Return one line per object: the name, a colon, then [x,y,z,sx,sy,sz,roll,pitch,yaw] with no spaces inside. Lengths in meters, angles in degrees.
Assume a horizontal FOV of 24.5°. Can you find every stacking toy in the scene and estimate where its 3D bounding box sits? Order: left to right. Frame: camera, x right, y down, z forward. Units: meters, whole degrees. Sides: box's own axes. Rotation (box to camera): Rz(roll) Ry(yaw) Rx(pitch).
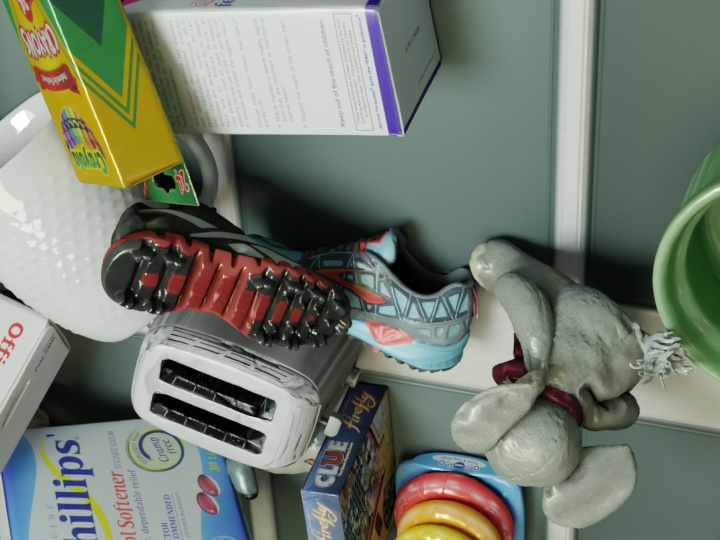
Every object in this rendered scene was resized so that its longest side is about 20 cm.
stacking toy: [0.061,0.258,1.386,0.115,0.201,0.110,7,129,18]

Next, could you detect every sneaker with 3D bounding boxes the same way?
sneaker: [-0.099,-0.002,1.242,0.199,0.098,0.071,16,121,-22]
sneaker: [0.000,0.000,1.306,0.198,0.079,0.096,20,117,-2]

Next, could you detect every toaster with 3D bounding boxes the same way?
toaster: [-0.101,0.072,1.344,0.199,0.129,0.114,22,124,2]

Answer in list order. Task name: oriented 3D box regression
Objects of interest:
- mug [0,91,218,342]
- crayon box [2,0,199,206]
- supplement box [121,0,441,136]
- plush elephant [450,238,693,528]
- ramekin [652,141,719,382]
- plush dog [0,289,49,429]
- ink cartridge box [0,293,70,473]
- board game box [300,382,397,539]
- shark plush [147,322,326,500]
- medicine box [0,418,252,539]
mug: [-0.203,-0.050,1.299,0.199,0.148,0.176,-34,113,15]
crayon box: [-0.186,-0.131,1.162,0.127,0.051,0.201,9,123,66]
supplement box: [-0.057,-0.162,1.170,0.198,0.101,0.104,1,126,21]
plush elephant: [0.134,0.094,1.213,0.165,0.155,0.200,50,167,-23]
ramekin: [0.307,-0.012,1.144,0.198,0.098,0.201,11,130,13]
plush dog: [-0.371,0.079,1.461,0.198,0.160,0.173,16,92,11]
ink cartridge box: [-0.361,0.074,1.360,0.199,0.148,0.083,25,164,12]
board game box: [-0.004,0.216,1.423,0.034,0.136,0.201,7,128,17]
shark plush: [-0.109,0.104,1.451,0.200,0.091,0.083,48,111,9]
medicine box: [-0.207,0.229,1.434,0.198,0.183,0.104,-4,133,-18]
